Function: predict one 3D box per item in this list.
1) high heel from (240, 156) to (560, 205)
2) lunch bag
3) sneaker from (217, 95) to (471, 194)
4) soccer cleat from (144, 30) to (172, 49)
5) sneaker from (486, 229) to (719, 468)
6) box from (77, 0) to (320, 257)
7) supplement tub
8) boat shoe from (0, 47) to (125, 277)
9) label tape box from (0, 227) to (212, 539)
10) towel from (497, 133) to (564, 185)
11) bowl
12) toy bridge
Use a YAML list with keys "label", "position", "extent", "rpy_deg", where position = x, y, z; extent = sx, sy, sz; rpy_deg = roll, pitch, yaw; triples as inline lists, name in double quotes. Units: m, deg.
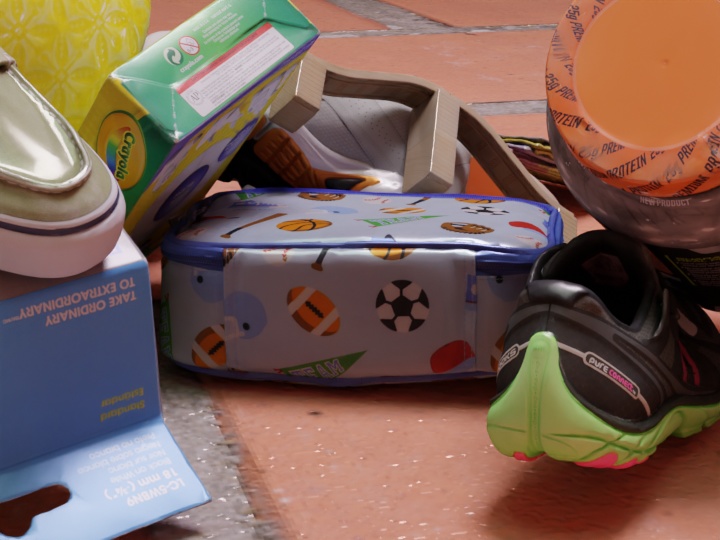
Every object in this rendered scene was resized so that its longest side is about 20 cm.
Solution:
- label: "high heel"
  position: [0.024, -0.045, 0.906]
  extent: [0.199, 0.068, 0.096]
  rpy_deg: [17, -16, 2]
- label: "lunch bag"
  position: [0.000, 0.000, 0.716]
  extent: [0.199, 0.076, 0.160]
  rpy_deg: [4, 15, 8]
- label: "sneaker"
  position: [-0.023, -0.082, 0.815]
  extent: [0.200, 0.092, 0.076]
  rpy_deg: [32, -33, -21]
- label: "soccer cleat"
  position: [-0.057, -0.098, 0.939]
  extent: [0.073, 0.068, 0.200]
  rpy_deg: [0, -18, 36]
- label: "sneaker"
  position: [0.110, 0.024, 0.597]
  extent: [0.077, 0.084, 0.200]
  rpy_deg: [6, 8, 21]
- label: "box"
  position: [-0.107, -0.048, 0.721]
  extent: [0.117, 0.048, 0.200]
  rpy_deg: [-45, 0, -41]
- label: "supplement tub"
  position: [0.155, -0.056, 0.638]
  extent: [0.122, 0.123, 0.200]
  rpy_deg: [8, -9, 25]
- label: "boat shoe"
  position: [-0.164, -0.072, 0.514]
  extent: [0.200, 0.062, 0.072]
  rpy_deg: [35, 43, 15]
- label: "label tape box"
  position: [-0.156, 0.013, 0.522]
  extent: [0.144, 0.063, 0.200]
  rpy_deg: [-17, 52, -34]
- label: "towel"
  position: [0.083, -0.086, 1.004]
  extent: [0.143, 0.023, 0.200]
  rpy_deg: [11, 5, -46]
- label: "bowl"
  position: [-0.209, -0.136, 0.684]
  extent: [0.200, 0.108, 0.201]
  rpy_deg: [-8, 58, 12]
- label: "toy bridge"
  position: [0.037, -0.068, 0.788]
  extent: [0.200, 0.067, 0.027]
  rpy_deg: [29, -41, -26]
